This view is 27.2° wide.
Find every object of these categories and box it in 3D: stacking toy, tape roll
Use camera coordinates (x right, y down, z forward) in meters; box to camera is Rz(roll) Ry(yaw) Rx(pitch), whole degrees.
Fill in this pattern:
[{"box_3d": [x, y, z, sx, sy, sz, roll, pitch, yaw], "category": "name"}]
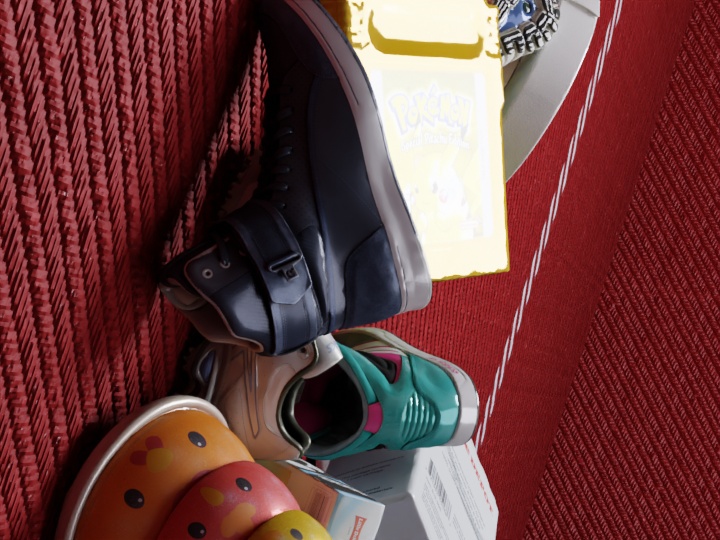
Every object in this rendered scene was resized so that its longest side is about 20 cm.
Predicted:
[{"box_3d": [-0.056, 0.167, 0.820, 0.146, 0.199, 0.147, -36, 137, -44], "category": "stacking toy"}, {"box_3d": [0.128, -0.154, 1.234, 0.204, 0.037, 0.203, -59, -169, 19], "category": "tape roll"}]

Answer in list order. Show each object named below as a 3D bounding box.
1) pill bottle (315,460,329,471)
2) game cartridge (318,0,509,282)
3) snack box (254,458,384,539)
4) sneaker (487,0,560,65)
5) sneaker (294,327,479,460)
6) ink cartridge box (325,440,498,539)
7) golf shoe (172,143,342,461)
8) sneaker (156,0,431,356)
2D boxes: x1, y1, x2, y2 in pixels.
[{"box_3d": [0.031, 0.187, 1.345, 0.200, 0.113, 0.115, 63, 47, -68], "category": "pill bottle"}, {"box_3d": [0.041, -0.093, 1.005, 0.176, 0.032, 0.202, -7, 97, -50], "category": "game cartridge"}, {"box_3d": [-0.058, 0.178, 0.951, 0.200, 0.037, 0.117, 14, -96, 65], "category": "snack box"}, {"box_3d": [0.061, -0.161, 1.116, 0.199, 0.089, 0.079, -35, 112, -32], "category": "sneaker"}, {"box_3d": [-0.020, 0.085, 1.063, 0.120, 0.199, 0.084, 4, 94, -34], "category": "sneaker"}, {"box_3d": [0.039, 0.186, 1.122, 0.200, 0.082, 0.148, -66, 136, -66], "category": "ink cartridge box"}, {"box_3d": [-0.048, 0.022, 0.921, 0.078, 0.096, 0.202, -21, 125, -68], "category": "golf shoe"}, {"box_3d": [-0.057, -0.052, 0.843, 0.204, 0.145, 0.077, 70, -18, 1], "category": "sneaker"}]
